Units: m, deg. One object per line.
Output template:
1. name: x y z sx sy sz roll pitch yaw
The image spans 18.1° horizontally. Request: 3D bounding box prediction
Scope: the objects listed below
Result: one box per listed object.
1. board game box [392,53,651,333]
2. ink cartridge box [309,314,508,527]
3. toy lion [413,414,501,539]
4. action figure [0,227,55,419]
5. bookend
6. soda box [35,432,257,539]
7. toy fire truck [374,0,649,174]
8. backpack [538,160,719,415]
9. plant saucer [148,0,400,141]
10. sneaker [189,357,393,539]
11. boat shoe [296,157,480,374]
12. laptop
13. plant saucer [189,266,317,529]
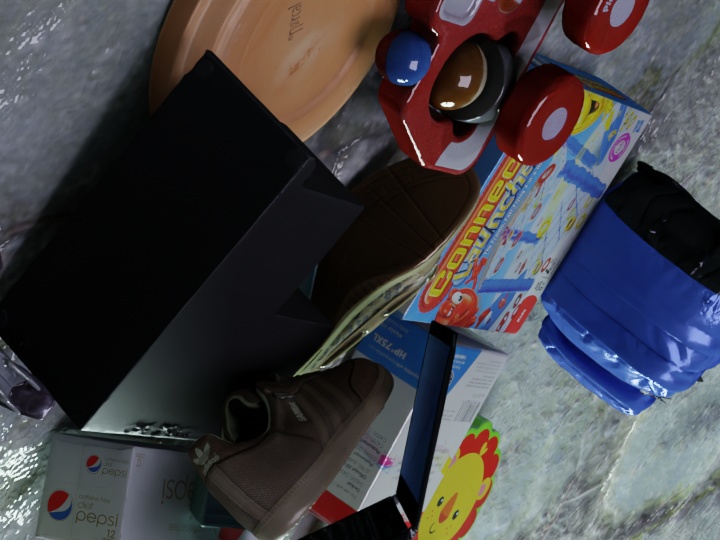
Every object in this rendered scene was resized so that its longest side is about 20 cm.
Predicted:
1. board game box: 0.103 -0.055 1.620 0.201 0.056 0.196 -59 154 12
2. ink cartridge box: 0.018 0.130 1.680 0.201 0.067 0.116 -62 153 8
3. toy lion: 0.043 0.197 1.838 0.192 0.068 0.200 -60 154 -2
4. action figure: -0.230 0.024 1.149 0.130 0.069 0.200 -39 148 -9
5. bookend: -0.077 -0.005 1.302 0.200 0.092 0.199 -49 157 13
6. soda box: -0.124 0.147 1.457 0.200 0.063 0.068 17 81 -64
7. toy fire truck: 0.075 -0.157 1.388 0.168 0.112 0.201 10 114 -58
8. backpack: 0.227 0.027 1.760 0.168 0.162 0.200 -58 170 13
9. plant saucer: -0.040 -0.140 1.306 0.200 0.032 0.201 -39 150 -28
10. sneaker: -0.038 0.084 1.323 0.070 0.075 0.200 -49 -178 23
11. boat shoe: 0.000 0.000 1.510 0.200 0.073 0.063 -41 160 -1
12. laptop: -0.017 0.121 1.397 0.199 0.104 0.177 -25 -179 -2
13. plant saucer: -0.068 0.065 1.443 0.070 0.019 0.201 15 87 -58
